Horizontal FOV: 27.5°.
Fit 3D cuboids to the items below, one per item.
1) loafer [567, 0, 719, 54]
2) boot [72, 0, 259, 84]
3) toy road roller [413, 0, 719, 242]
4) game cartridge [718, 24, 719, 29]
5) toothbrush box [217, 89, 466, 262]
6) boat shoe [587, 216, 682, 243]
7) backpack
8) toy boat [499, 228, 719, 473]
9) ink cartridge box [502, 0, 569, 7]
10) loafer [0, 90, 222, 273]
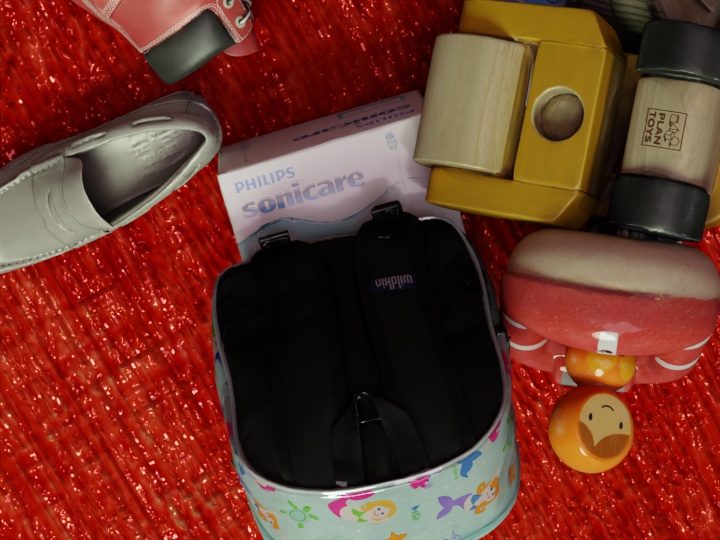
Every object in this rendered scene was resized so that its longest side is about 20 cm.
[{"bbox_3d":[0.186,-0.169,0.924,0.075,0.200,0.069,21,82,29],"label":"loafer"},{"bbox_3d":[-0.089,-0.218,0.917,0.144,0.073,0.200,40,106,-16],"label":"boot"},{"bbox_3d":[0.144,-0.082,0.900,0.198,0.146,0.124,11,90,23],"label":"toy road roller"},{"bbox_3d":[0.327,-0.124,0.928,0.200,0.040,0.134,41,86,-7],"label":"game cartridge"},{"bbox_3d":[0.000,0.000,0.979,0.145,0.085,0.202,-17,108,0],"label":"toothbrush box"},{"bbox_3d":[0.182,-0.018,0.995,0.073,0.060,0.202,8,113,-9],"label":"boat shoe"},{"bbox_3d":[0.006,0.081,0.858,0.175,0.201,0.152,-13,127,-2],"label":"backpack"},{"bbox_3d":[0.143,0.056,0.885,0.129,0.200,0.132,6,74,8],"label":"toy boat"},{"bbox_3d":[0.065,-0.258,0.918,0.199,0.076,0.137,28,101,-12],"label":"ink cartridge box"},{"bbox_3d":[-0.181,-0.053,0.952,0.199,0.070,0.070,-31,107,3],"label":"loafer"}]
